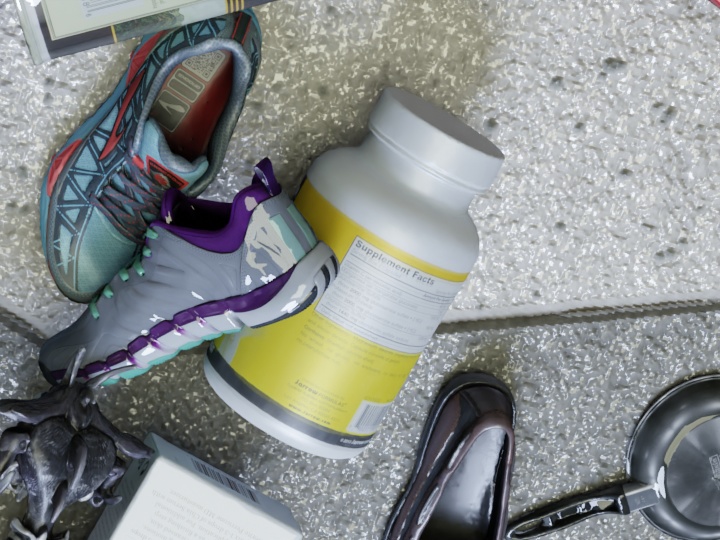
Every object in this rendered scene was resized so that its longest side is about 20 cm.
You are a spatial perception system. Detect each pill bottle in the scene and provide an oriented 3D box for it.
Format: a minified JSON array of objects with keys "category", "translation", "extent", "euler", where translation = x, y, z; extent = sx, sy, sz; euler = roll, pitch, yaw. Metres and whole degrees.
[{"category":"pill bottle","translation":[0.000,0.000,1.384],"extent":[0.112,0.112,0.201],"euler":[26,102,-18]}]

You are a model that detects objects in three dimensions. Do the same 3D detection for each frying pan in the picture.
[{"category":"frying pan","translation":[0.189,0.122,1.509],"extent":[0.189,0.031,0.116],"euler":[0,108,-13]}]

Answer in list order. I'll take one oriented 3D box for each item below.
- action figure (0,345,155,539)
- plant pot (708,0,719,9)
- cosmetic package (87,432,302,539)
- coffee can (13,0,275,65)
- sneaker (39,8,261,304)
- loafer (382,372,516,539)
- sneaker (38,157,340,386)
[{"category":"action figure","translation":[-0.195,0.130,1.335],"extent":[0.118,0.102,0.201],"euler":[21,92,-42]},{"category":"plant pot","translation":[0.231,-0.243,1.302],"extent":[0.199,0.183,0.202],"euler":[-3,109,-9]},{"category":"cosmetic package","translation":[-0.128,0.209,1.392],"extent":[0.101,0.071,0.201],"euler":[30,92,-12]},{"category":"coffee can","translation":[-0.097,-0.205,1.275],"extent":[0.199,0.146,0.147],"euler":[-15,111,-5]},{"category":"sneaker","translation":[-0.122,-0.065,1.347],"extent":[0.079,0.096,0.201],"euler":[25,103,-17]},{"category":"loafer","translation":[0.055,0.165,1.478],"extent":[0.071,0.063,0.201],"euler":[8,107,-13]},{"category":"sneaker","translation":[-0.109,-0.001,1.335],"extent":[0.199,0.074,0.088],"euler":[-21,106,26]}]
